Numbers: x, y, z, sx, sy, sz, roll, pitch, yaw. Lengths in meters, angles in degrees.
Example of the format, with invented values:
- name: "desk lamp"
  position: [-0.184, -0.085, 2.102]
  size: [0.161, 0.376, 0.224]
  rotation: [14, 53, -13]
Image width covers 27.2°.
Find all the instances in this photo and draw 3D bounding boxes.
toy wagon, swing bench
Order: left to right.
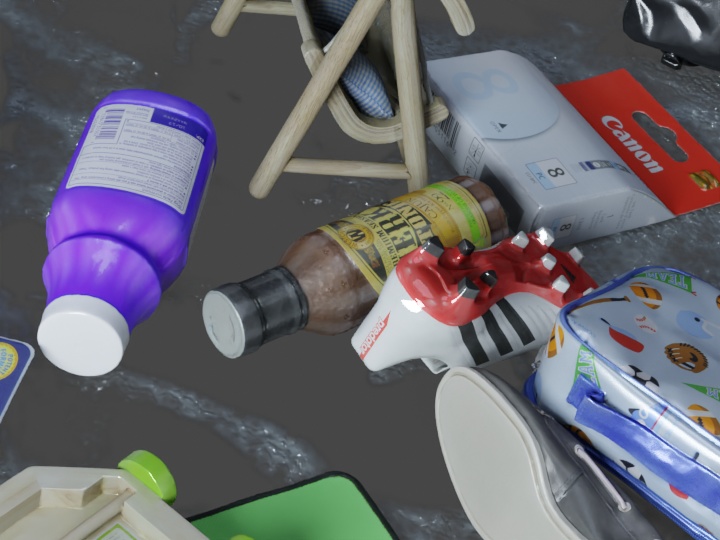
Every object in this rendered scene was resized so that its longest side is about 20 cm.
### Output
- name: "toy wagon"
  position: [-0.106, 0.168, 0.663]
  size: [0.200, 0.040, 0.155]
  rotation: [35, 45, 22]
- name: "swing bench"
  position: [-0.012, -0.182, 0.967]
  size: [0.129, 0.201, 0.200]
  rotation: [1, 43, -15]

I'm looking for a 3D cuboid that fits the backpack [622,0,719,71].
- name: "backpack"
  position: [0.319, -0.244, 1.198]
  size: [0.162, 0.155, 0.200]
  rotation: [21, 28, 18]

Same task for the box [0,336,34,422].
- name: "box"
  position: [-0.276, 0.061, 0.744]
  size: [0.199, 0.033, 0.122]
  rotation: [14, 41, 2]

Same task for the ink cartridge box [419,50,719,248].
- name: "ink cartridge box"
  position: [0.156, -0.096, 1.038]
  size: [0.199, 0.047, 0.160]
  rotation: [-14, 48, -27]

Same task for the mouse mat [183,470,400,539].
- name: "mouse mat"
  position: [-0.051, 0.177, 0.702]
  size: [0.199, 0.008, 0.161]
  rotation: [-14, 48, -29]

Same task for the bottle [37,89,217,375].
- name: "bottle"
  position: [-0.137, -0.025, 0.857]
  size: [0.083, 0.066, 0.201]
  rotation: [11, 41, -3]

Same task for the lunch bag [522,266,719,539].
- name: "lunch bag"
  position: [0.188, 0.080, 0.812]
  size: [0.200, 0.076, 0.160]
  rotation: [35, 33, 23]

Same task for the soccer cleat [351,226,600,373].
- name: "soccer cleat"
  position: [0.074, 0.023, 0.868]
  size: [0.199, 0.085, 0.069]
  rotation: [-1, 50, -52]

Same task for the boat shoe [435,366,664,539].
- name: "boat shoe"
  position: [0.108, 0.130, 0.765]
  size: [0.057, 0.067, 0.200]
  rotation: [-2, 46, -42]

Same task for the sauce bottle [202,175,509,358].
- name: "sauce bottle"
  position: [0.000, 0.000, 0.872]
  size: [0.199, 0.065, 0.065]
  rotation: [-24, 54, -36]
